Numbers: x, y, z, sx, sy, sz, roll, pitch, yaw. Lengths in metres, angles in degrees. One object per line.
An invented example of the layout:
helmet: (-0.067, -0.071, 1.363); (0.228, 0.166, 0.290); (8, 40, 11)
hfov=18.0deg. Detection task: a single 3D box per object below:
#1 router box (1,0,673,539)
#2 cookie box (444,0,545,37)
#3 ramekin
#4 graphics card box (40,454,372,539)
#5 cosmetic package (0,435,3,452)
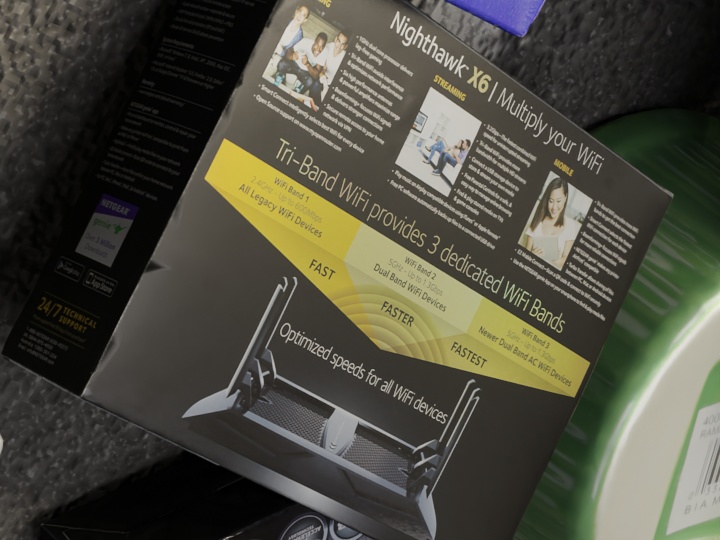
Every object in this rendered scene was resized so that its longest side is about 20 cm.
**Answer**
router box: (0.000, 0.000, 0.757); (0.200, 0.052, 0.158); (31, 83, -41)
cookie box: (0.010, -0.184, 0.660); (0.199, 0.075, 0.172); (20, 104, -48)
ramekin: (0.124, 0.046, 0.905); (0.199, 0.098, 0.201); (-23, 131, -30)
graphics card box: (-0.052, 0.159, 0.861); (0.125, 0.051, 0.201); (-21, 129, -31)
cosmetic package: (-0.179, 0.104, 0.661); (0.074, 0.102, 0.201); (17, 105, -29)
